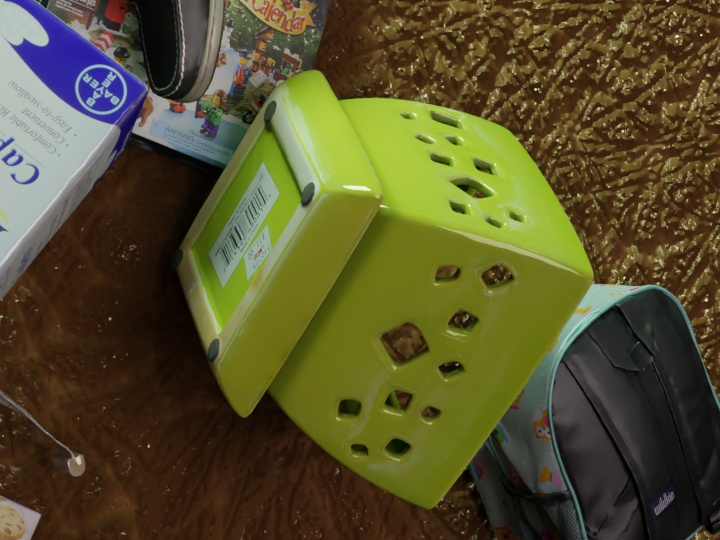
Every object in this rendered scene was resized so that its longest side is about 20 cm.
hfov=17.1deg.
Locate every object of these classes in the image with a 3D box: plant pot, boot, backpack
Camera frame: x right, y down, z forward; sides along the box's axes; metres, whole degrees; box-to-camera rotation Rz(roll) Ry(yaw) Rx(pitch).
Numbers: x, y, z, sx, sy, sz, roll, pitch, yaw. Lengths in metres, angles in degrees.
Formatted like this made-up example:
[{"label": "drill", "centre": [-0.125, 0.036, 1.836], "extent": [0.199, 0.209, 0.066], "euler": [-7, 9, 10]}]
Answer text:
[{"label": "plant pot", "centre": [0.000, 0.000, 1.508], "extent": [0.181, 0.199, 0.200], "euler": [21, 113, -27]}, {"label": "boot", "centre": [-0.162, -0.200, 1.435], "extent": [0.150, 0.073, 0.200], "euler": [-3, 89, -37]}, {"label": "backpack", "centre": [0.162, 0.107, 1.683], "extent": [0.176, 0.153, 0.200], "euler": [-34, 121, -31]}]

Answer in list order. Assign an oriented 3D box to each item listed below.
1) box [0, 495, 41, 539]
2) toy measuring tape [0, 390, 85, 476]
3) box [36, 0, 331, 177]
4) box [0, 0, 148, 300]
[{"label": "box", "centre": [-0.286, 0.127, 1.437], "extent": [0.200, 0.039, 0.042], "euler": [31, 74, -33]}, {"label": "toy measuring tape", "centre": [-0.254, 0.082, 1.439], "extent": [0.200, 0.074, 0.074], "euler": [45, 68, -28]}, {"label": "box", "centre": [-0.123, -0.147, 1.535], "extent": [0.200, 0.038, 0.137], "euler": [20, 81, -34]}, {"label": "box", "centre": [-0.255, -0.072, 1.367], "extent": [0.184, 0.105, 0.200], "euler": [37, 70, -3]}]
